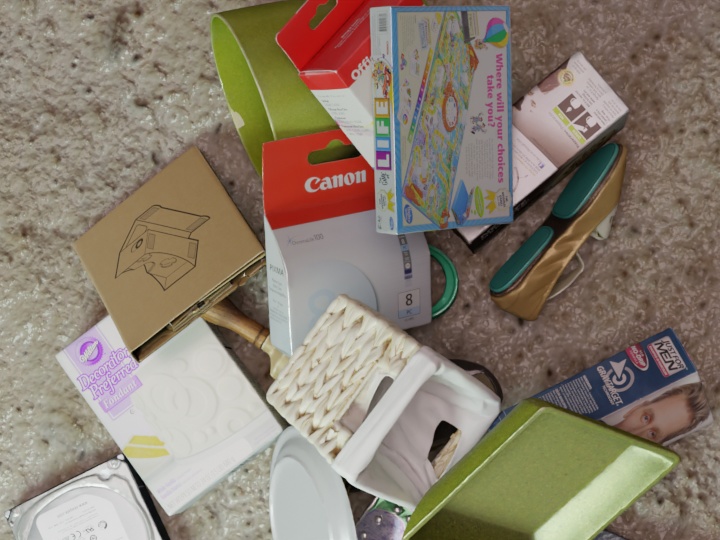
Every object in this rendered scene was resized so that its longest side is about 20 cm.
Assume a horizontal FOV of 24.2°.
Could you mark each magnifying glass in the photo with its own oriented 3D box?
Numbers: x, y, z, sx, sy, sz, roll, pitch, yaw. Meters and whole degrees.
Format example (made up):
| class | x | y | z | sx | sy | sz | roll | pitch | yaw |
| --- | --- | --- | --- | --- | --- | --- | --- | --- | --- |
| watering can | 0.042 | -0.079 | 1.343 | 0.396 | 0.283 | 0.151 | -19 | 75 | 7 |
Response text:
| class | x | y | z | sx | sy | sz | roll | pitch | yaw |
| --- | --- | --- | --- | --- | --- | --- | --- | --- | --- |
| magnifying glass | 0.000 | 0.000 | 1.684 | 0.200 | 0.022 | 0.080 | 12 | 84 | 9 |

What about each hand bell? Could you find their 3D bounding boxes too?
| class | x | y | z | sx | sy | sz | roll | pitch | yaw |
| --- | --- | --- | --- | --- | --- | --- | --- | --- | --- |
| hand bell | -0.101 | 0.060 | 1.639 | 0.200 | 0.104 | 0.104 | 33 | 90 | 2 |

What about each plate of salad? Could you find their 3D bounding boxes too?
| class | x | y | z | sx | sy | sz | roll | pitch | yaw |
| --- | --- | --- | --- | --- | --- | --- | --- | --- | --- |
| plate of salad | -0.038 | 0.245 | 1.598 | 0.048 | 0.200 | 0.200 | -7 | 84 | -25 |

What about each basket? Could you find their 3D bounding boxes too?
| class | x | y | z | sx | sy | sz | roll | pitch | yaw |
| --- | --- | --- | --- | --- | --- | --- | --- | --- | --- |
| basket | 0.022 | 0.121 | 1.522 | 0.123 | 0.200 | 0.136 | 36 | 90 | 28 |

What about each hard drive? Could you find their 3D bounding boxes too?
| class | x | y | z | sx | sy | sz | roll | pitch | yaw |
| --- | --- | --- | --- | --- | --- | --- | --- | --- | --- |
| hard drive | -0.254 | 0.301 | 1.681 | 0.140 | 0.038 | 0.200 | -26 | 84 | 4 |

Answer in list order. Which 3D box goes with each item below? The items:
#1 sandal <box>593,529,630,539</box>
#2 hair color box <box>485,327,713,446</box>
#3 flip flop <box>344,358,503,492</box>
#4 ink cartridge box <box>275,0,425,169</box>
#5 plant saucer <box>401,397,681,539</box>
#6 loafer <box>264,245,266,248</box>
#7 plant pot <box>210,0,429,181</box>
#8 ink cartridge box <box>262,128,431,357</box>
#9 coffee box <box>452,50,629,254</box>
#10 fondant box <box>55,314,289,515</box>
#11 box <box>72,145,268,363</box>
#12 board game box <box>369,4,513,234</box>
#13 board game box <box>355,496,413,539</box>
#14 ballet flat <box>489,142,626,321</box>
| class | x | y | z | sx | sy | sz | roll | pitch | yaw |
| --- | --- | --- | --- | --- | --- | --- | --- | --- | --- |
| sandal | 0.291 | 0.305 | 1.627 | 0.200 | 0.043 | 0.076 | 29 | 82 | 17 |
| hair color box | 0.230 | 0.144 | 1.604 | 0.200 | 0.100 | 0.061 | -27 | 51 | 3 |
| flip flop | 0.052 | 0.154 | 1.653 | 0.200 | 0.058 | 0.081 | -36 | 71 | 18 |
| ink cartridge box | 0.028 | -0.177 | 1.538 | 0.116 | 0.067 | 0.200 | -51 | 119 | -19 |
| plant saucer | 0.160 | 0.194 | 1.542 | 0.200 | 0.200 | 0.048 | -47 | 44 | 24 |
| loafer | 0.002 | -0.054 | 1.651 | 0.200 | 0.073 | 0.072 | -43 | 62 | -3 |
| plant pot | -0.021 | -0.193 | 1.638 | 0.200 | 0.187 | 0.187 | -21 | 84 | -13 |
| ink cartridge box | -0.010 | -0.031 | 1.577 | 0.160 | 0.047 | 0.200 | -12 | 112 | -29 |
| coffee box | 0.158 | -0.112 | 1.631 | 0.200 | 0.113 | 0.080 | -40 | 83 | 1 |
| fondant box | -0.187 | 0.123 | 1.677 | 0.144 | 0.058 | 0.200 | -37 | 82 | 2 |
| box | -0.189 | -0.019 | 1.644 | 0.163 | 0.021 | 0.200 | -38 | 43 | 2 |
| board game box | 0.075 | -0.138 | 1.511 | 0.134 | 0.034 | 0.200 | -6 | 98 | -33 |
| board game box | 0.062 | 0.329 | 1.651 | 0.200 | 0.026 | 0.200 | 35 | 90 | 7 |
| ballet flat | 0.207 | -0.035 | 1.654 | 0.063 | 0.069 | 0.200 | 39 | 93 | -21 |
